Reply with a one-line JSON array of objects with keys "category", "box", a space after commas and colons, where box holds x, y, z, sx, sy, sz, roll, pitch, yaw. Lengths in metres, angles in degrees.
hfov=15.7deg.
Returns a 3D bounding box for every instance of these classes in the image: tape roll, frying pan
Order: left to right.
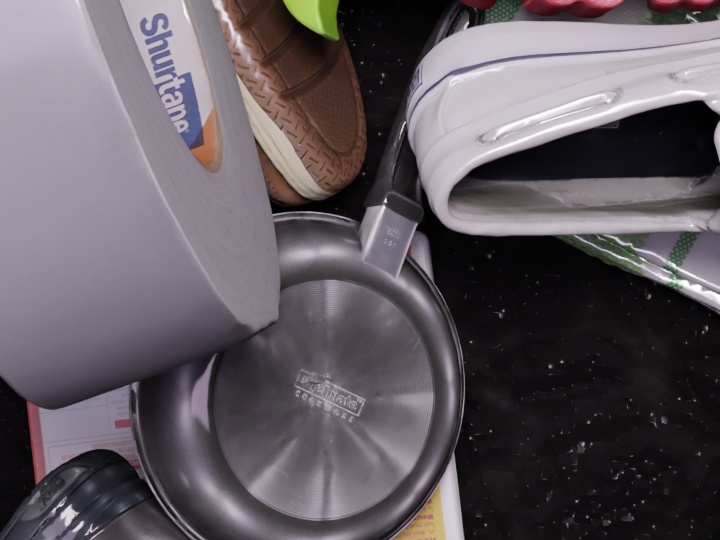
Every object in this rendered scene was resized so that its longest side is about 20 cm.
[{"category": "tape roll", "box": [-0.087, -0.067, 0.728, 0.066, 0.200, 0.202, -20, 86, 7]}, {"category": "frying pan", "box": [0.010, 0.014, 0.833, 0.190, 0.031, 0.115, -44, 108, -14]}]

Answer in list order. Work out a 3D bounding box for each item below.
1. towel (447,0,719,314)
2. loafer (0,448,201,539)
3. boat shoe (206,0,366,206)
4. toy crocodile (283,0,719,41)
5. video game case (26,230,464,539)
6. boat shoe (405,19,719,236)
[{"category": "towel", "box": [0.129, -0.061, 0.860, 0.199, 0.031, 0.150, 27, 92, 6]}, {"category": "loafer", "box": [-0.115, 0.157, 0.844, 0.072, 0.073, 0.201, 37, 106, 15]}, {"category": "boat shoe", "box": [-0.071, -0.106, 0.871, 0.075, 0.075, 0.203, -29, 87, 29]}, {"category": "toy crocodile", "box": [0.073, -0.104, 0.819, 0.198, 0.068, 0.062, 0, 88, 0]}, {"category": "video game case", "box": [-0.036, 0.095, 0.877, 0.142, 0.017, 0.202, -7, 87, 5]}, {"category": "boat shoe", "box": [0.115, -0.038, 0.802, 0.198, 0.074, 0.066, -7, 43, 1]}]
